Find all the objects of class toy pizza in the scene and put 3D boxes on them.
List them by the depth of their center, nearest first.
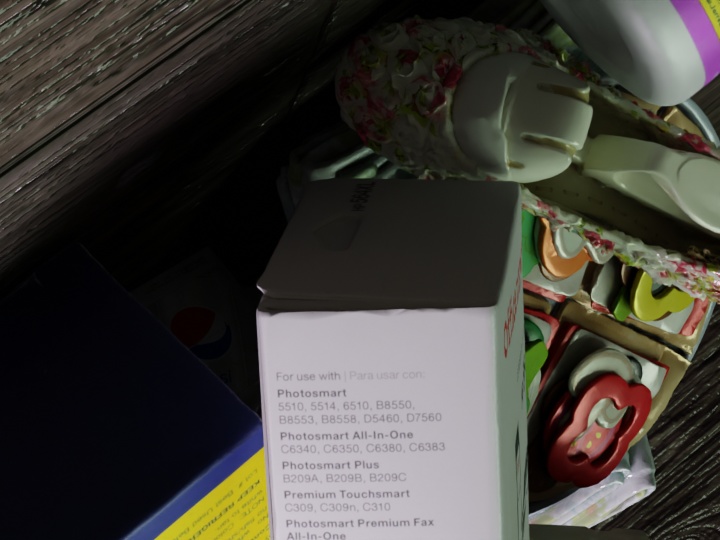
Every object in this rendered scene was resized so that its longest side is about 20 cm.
[{"bbox_3d":[0.088,0.017,1.065,0.200,0.032,0.201,-22,127,-33],"label":"toy pizza"}]

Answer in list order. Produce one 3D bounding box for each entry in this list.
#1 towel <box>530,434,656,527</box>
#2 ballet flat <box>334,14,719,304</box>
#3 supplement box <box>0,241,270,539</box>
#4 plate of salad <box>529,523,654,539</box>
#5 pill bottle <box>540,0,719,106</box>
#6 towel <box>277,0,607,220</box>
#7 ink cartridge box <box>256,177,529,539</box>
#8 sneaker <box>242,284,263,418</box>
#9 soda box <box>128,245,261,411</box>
[{"bbox_3d":[0.074,0.063,1.407,0.048,0.201,0.171,9,146,-41],"label":"towel"},{"bbox_3d":[0.088,-0.047,0.981,0.064,0.199,0.076,-5,-114,69],"label":"ballet flat"},{"bbox_3d":[-0.097,0.106,0.954,0.109,0.109,0.200,-38,150,-19],"label":"supplement box"},{"bbox_3d":[0.049,0.132,1.105,0.199,0.048,0.200,3,174,0],"label":"plate of salad"},{"bbox_3d":[0.154,-0.160,0.951,0.200,0.104,0.104,-41,172,-5],"label":"pill bottle"},{"bbox_3d":[0.062,-0.018,1.088,0.171,0.048,0.200,-39,135,-17],"label":"towel"},{"bbox_3d":[0.017,0.081,0.923,0.084,0.201,0.146,0,-161,6],"label":"ink cartridge box"},{"bbox_3d":[0.000,0.000,1.186,0.075,0.114,0.201,-14,117,-78],"label":"sneaker"},{"bbox_3d":[-0.104,0.075,1.120,0.068,0.064,0.200,-32,167,-38],"label":"soda box"}]
